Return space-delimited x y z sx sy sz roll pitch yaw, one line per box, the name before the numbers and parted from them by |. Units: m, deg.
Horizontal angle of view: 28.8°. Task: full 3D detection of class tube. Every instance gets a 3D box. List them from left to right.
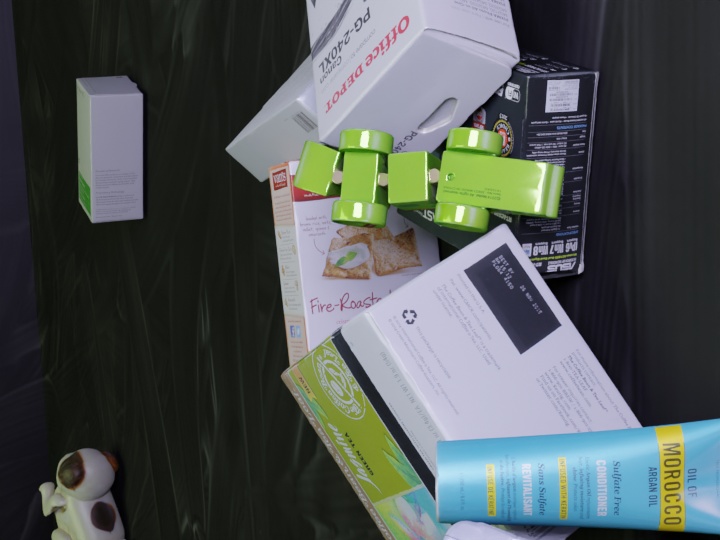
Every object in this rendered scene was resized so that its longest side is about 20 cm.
tube | 0.146 0.129 0.866 0.050 0.200 0.078 -73 -20 -76

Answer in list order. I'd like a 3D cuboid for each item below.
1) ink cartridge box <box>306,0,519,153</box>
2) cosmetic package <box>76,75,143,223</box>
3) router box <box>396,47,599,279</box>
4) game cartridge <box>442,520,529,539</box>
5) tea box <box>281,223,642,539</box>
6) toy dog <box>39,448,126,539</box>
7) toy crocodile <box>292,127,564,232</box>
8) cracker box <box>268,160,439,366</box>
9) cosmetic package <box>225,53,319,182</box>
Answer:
ink cartridge box | 0.031 -0.199 1.035 0.145 0.083 0.200 -43 43 44
cosmetic package | -0.379 -0.185 2.126 0.108 0.085 0.200 -136 44 -60
router box | 0.097 -0.093 1.066 0.200 0.062 0.150 -145 52 -60
game cartridge | 0.148 0.222 0.878 0.133 0.200 0.041 82 -148 -58
tea box | 0.072 0.105 1.012 0.200 0.134 0.197 56 154 4
toy dog | -0.487 0.411 2.473 0.194 0.139 0.200 19 114 51
toy crocodile | 0.043 -0.062 0.974 0.062 0.200 0.068 15 -101 -68
cracker box | 0.000 0.000 1.226 0.058 0.134 0.200 174 90 -67
cosmetic package | -0.028 -0.164 1.242 0.052 0.151 0.200 41 160 -12
